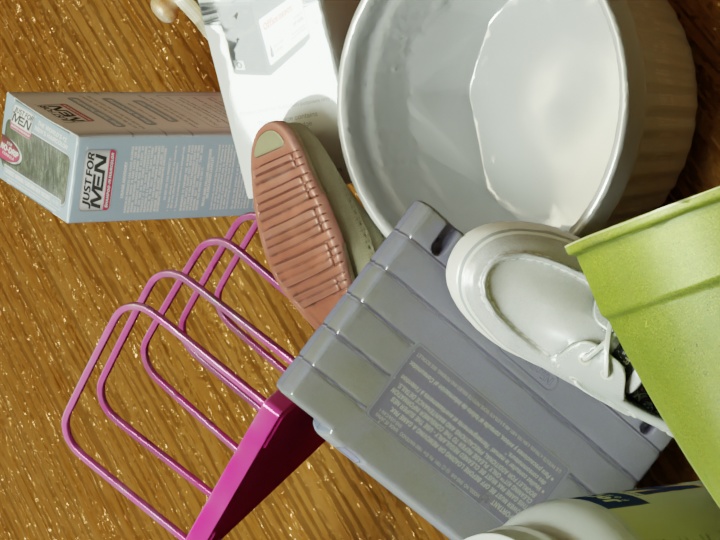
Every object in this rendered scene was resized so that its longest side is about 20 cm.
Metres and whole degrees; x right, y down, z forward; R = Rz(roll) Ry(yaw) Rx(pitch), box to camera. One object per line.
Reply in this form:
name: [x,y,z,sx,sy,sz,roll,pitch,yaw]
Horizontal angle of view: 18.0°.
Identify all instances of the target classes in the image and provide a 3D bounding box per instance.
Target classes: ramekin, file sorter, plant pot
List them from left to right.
file sorter: [-0.075,0.055,1.420,0.125,0.200,0.139,38,126,9]
ramekin: [0.094,-0.094,1.270,0.199,0.105,0.202,1,92,40]
plant pot: [0.222,0.045,1.085,0.200,0.200,0.194,-22,87,51]

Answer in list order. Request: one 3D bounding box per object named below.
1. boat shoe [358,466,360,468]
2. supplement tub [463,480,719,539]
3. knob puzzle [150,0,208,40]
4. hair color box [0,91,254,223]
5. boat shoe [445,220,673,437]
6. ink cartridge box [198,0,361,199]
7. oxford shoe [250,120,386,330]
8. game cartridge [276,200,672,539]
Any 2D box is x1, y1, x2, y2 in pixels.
boat shoe: [0.051,0.031,1.371,0.071,0.090,0.202,27,113,48]
supplement tub: [0.145,0.185,1.168,0.145,0.199,0.146,4,95,52]
knob puzzle: [-0.094,-0.153,1.489,0.030,0.220,0.220,-42,53,7]
hair color box: [-0.129,-0.078,1.511,0.099,0.199,0.061,30,116,48]
boat shoe: [0.135,0.041,1.177,0.072,0.200,0.068,-54,20,0]
ink cartridge box: [-0.032,-0.162,1.369,0.083,0.145,0.201,-8,105,23]
oxford shoe: [0.000,0.000,1.315,0.071,0.074,0.201,-13,103,56]
game cartridge: [0.064,0.073,1.213,0.130,0.200,0.038,-50,22,-1]
